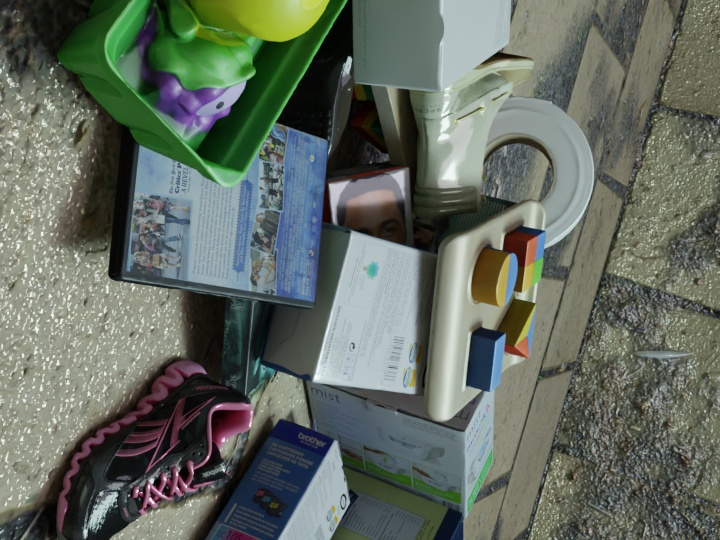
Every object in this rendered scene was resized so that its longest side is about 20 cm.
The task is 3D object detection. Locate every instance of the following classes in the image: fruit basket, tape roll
[{"bbox_3d":[-0.070,-0.172,0.633,0.156,0.215,0.216,49,58,-42],"label":"fruit basket"},{"bbox_3d":[0.204,-0.124,1.333,0.071,0.201,0.203,15,92,-79],"label":"tape roll"}]

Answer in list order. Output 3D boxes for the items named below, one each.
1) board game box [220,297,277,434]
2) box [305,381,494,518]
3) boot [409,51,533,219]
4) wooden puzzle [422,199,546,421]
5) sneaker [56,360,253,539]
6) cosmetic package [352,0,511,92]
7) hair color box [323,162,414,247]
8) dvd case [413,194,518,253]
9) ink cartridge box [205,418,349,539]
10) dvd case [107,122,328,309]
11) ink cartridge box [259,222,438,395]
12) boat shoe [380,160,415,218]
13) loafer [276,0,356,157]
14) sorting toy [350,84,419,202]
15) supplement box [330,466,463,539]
[{"bbox_3d":[-0.089,0.031,0.918,0.135,0.028,0.201,-65,167,-53],"label":"board game box"},{"bbox_3d":[0.048,0.177,1.189,0.097,0.199,0.177,-55,152,-38],"label":"box"},{"bbox_3d":[0.114,-0.144,1.052,0.200,0.072,0.156,-27,122,-49],"label":"boot"},{"bbox_3d":[0.135,0.037,0.998,0.200,0.046,0.186,-22,121,-54],"label":"wooden puzzle"},{"bbox_3d":[-0.158,0.154,0.817,0.200,0.095,0.079,-50,151,-41],"label":"sneaker"},{"bbox_3d":[0.069,-0.235,0.900,0.200,0.084,0.108,-40,136,-56],"label":"cosmetic package"},{"bbox_3d":[0.000,0.000,1.019,0.101,0.061,0.201,-15,107,-32],"label":"hair color box"},{"bbox_3d":[0.084,-0.023,1.127,0.022,0.199,0.147,26,81,-57],"label":"dvd case"},{"bbox_3d":[-0.078,0.258,1.089,0.200,0.076,0.137,-56,153,-34],"label":"ink cartridge box"},{"bbox_3d":[-0.100,-0.051,0.773,0.200,0.017,0.144,12,81,-49],"label":"dvd case"},{"bbox_3d":[0.015,0.040,0.942,0.199,0.076,0.137,14,92,-46],"label":"ink cartridge box"},{"bbox_3d":[-0.005,-0.033,1.094,0.201,0.073,0.069,-62,141,-23],"label":"boat shoe"},{"bbox_3d":[-0.035,-0.191,0.907,0.071,0.073,0.201,-40,146,-72],"label":"loafer"},{"bbox_3d":[0.051,-0.211,1.061,0.200,0.069,0.199,-58,147,-34],"label":"sorting toy"},{"bbox_3d":[-0.007,0.361,1.188,0.200,0.199,0.135,-55,152,-37],"label":"supplement box"}]
